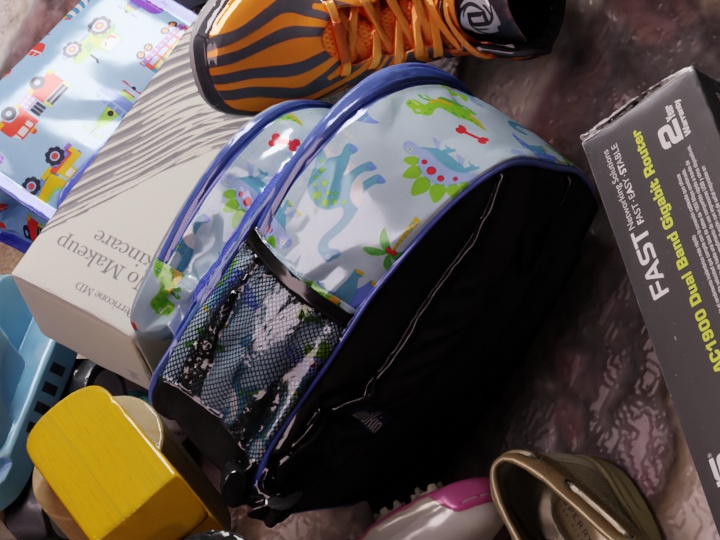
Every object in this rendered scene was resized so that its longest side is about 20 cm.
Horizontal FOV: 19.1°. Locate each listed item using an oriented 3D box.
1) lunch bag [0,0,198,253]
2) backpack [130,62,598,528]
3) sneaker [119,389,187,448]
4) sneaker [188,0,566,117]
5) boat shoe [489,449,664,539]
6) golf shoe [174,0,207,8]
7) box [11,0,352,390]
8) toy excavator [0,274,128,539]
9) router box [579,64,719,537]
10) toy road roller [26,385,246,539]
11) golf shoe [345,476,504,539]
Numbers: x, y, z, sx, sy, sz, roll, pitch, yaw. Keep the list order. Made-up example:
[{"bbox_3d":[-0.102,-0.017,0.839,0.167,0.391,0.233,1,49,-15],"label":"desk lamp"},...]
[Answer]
[{"bbox_3d":[-0.107,-0.057,1.182,0.199,0.094,0.151,28,66,34],"label":"lunch bag"},{"bbox_3d":[0.000,0.000,1.009,0.147,0.183,0.200,42,104,23],"label":"backpack"},{"bbox_3d":[-0.179,0.114,1.232,0.199,0.077,0.092,-2,86,39],"label":"sneaker"},{"bbox_3d":[0.018,-0.126,1.032,0.112,0.199,0.078,8,118,50],"label":"sneaker"},{"bbox_3d":[0.122,0.159,0.939,0.073,0.063,0.201,-47,51,24],"label":"boat shoe"},{"bbox_3d":[-0.053,-0.175,1.196,0.199,0.078,0.095,-23,63,39],"label":"golf shoe"},{"bbox_3d":[-0.085,-0.044,1.091,0.082,0.068,0.201,24,67,19],"label":"box"},{"bbox_3d":[-0.205,0.024,1.112,0.099,0.200,0.195,-1,52,25],"label":"toy excavator"},{"bbox_3d":[0.180,0.030,0.860,0.062,0.149,0.201,-35,57,31],"label":"router box"},{"bbox_3d":[-0.108,0.166,0.971,0.146,0.123,0.200,-37,43,-6],"label":"toy road roller"},{"bbox_3d":[0.015,0.180,1.039,0.200,0.075,0.092,-50,57,32],"label":"golf shoe"}]
